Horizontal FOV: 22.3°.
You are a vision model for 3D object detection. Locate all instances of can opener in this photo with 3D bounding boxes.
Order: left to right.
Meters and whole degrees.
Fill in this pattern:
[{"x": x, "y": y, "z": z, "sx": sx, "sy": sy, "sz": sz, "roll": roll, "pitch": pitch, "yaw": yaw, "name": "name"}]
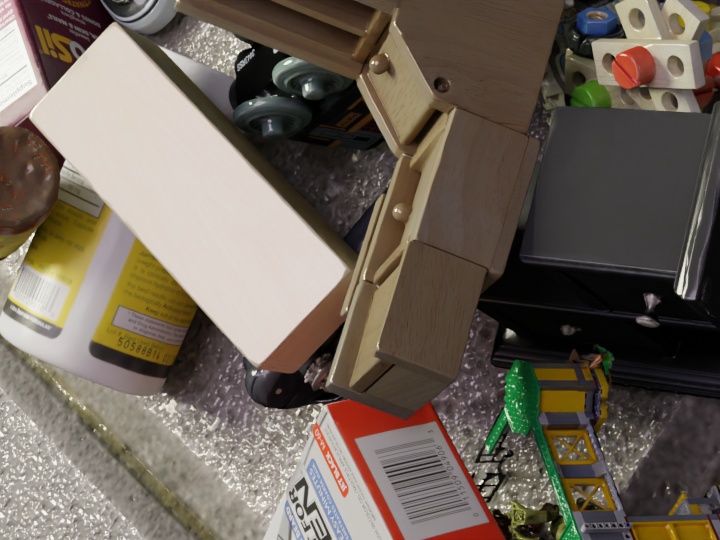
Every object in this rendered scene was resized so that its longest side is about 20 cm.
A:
[{"x": 0.000, "y": 0.000, "z": 1.057, "sx": 0.200, "sy": 0.063, "sz": 0.079, "roll": -51, "pitch": 57, "yaw": 13, "name": "can opener"}]

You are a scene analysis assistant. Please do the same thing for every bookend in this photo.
[{"x": 0.119, "y": -0.009, "z": 0.896, "sx": 0.198, "sy": 0.200, "sz": 0.093, "roll": 7, "pitch": 76, "yaw": 33, "name": "bookend"}]

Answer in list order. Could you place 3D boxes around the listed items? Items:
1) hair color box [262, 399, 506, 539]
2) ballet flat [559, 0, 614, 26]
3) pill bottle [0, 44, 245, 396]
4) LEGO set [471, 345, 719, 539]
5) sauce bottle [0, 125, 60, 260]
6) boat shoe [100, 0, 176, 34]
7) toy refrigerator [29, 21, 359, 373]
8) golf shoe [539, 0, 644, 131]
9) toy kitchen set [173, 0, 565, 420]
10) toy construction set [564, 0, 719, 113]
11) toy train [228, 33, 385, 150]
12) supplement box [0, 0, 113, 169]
[{"x": -0.001, "y": 0.167, "z": 0.954, "sx": 0.111, "sy": 0.064, "sz": 0.200, "roll": 61, "pitch": 146, "yaw": 32, "name": "hair color box"}, {"x": 0.147, "y": -0.174, "z": 0.948, "sx": 0.200, "sy": 0.074, "sz": 0.074, "roll": -30, "pitch": 56, "yaw": -21, "name": "ballet flat"}, {"x": -0.136, "y": -0.033, "z": 1.124, "sx": 0.111, "sy": 0.111, "sz": 0.201, "roll": 25, "pitch": 92, "yaw": 34, "name": "pill bottle"}, {"x": 0.122, "y": 0.140, "z": 0.914, "sx": 0.154, "sy": 0.115, "sz": 0.201, "roll": -113, "pitch": 33, "yaw": -47, "name": "LEGO set"}, {"x": -0.227, "y": -0.037, "z": 1.109, "sx": 0.200, "sy": 0.066, "sz": 0.066, "roll": 148, "pitch": 127, "yaw": -69, "name": "sauce bottle"}, {"x": -0.175, "y": -0.251, "z": 1.226, "sx": 0.072, "sy": 0.071, "sz": 0.201, "roll": -29, "pitch": 65, "yaw": 23, "name": "boat shoe"}, {"x": -0.086, "y": -0.040, "z": 1.021, "sx": 0.076, "sy": 0.070, "sz": 0.200, "roll": -46, "pitch": 74, "yaw": 7, "name": "toy refrigerator"}, {"x": 0.127, "y": -0.174, "z": 1.028, "sx": 0.097, "sy": 0.078, "sz": 0.201, "roll": -17, "pitch": 71, "yaw": 6, "name": "golf shoe"}, {"x": -0.026, "y": -0.046, "z": 0.893, "sx": 0.180, "sy": 0.163, "sz": 0.201, "roll": 21, "pitch": 68, "yaw": -8, "name": "toy kitchen set"}, {"x": 0.178, "y": -0.101, "z": 0.901, "sx": 0.131, "sy": 0.199, "sz": 0.093, "roll": 32, "pitch": 119, "yaw": 42, "name": "toy construction set"}, {"x": 0.002, "y": -0.129, "z": 1.021, "sx": 0.200, "sy": 0.114, "sz": 0.086, "roll": -34, "pitch": 55, "yaw": 55, "name": "toy train"}, {"x": -0.226, "y": -0.156, "z": 1.212, "sx": 0.086, "sy": 0.110, "sz": 0.201, "roll": -34, "pitch": 63, "yaw": 22, "name": "supplement box"}]
